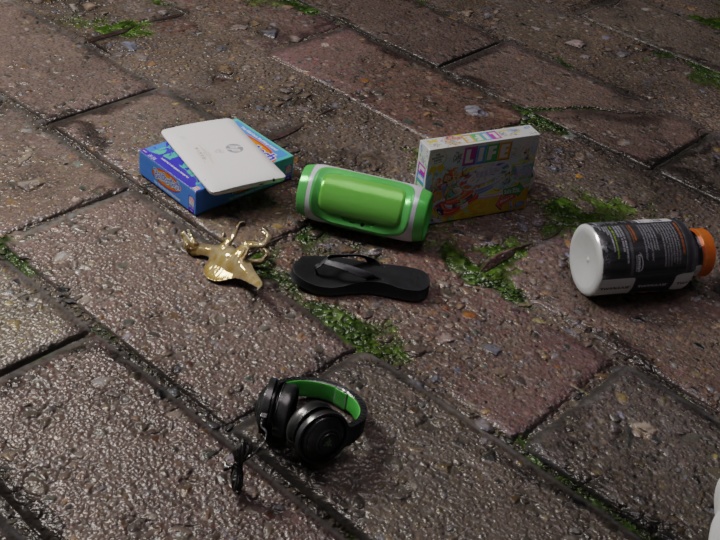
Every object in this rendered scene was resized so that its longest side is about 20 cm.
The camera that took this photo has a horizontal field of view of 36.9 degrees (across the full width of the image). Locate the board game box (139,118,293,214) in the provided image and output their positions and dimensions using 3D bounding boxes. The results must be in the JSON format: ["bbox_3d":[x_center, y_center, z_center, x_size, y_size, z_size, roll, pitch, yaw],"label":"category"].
[{"bbox_3d":[-0.228,-0.169,1.720,0.199,0.045,0.151,-26,47,-39],"label":"board game box"}]

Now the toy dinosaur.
[{"bbox_3d":[-0.169,-0.013,1.517,0.101,0.059,0.199,-37,45,-27],"label":"toy dinosaur"}]

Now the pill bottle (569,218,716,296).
[{"bbox_3d":[0.414,-0.021,1.571,0.197,0.107,0.107,-4,36,-15],"label":"pill bottle"}]

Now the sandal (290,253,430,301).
[{"bbox_3d":[0.000,0.000,1.522,0.197,0.043,0.077,4,35,-4],"label":"sandal"}]

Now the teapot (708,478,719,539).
[{"bbox_3d":[0.469,0.282,1.119,0.196,0.199,0.148,17,63,-42],"label":"teapot"}]

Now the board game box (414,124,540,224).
[{"bbox_3d":[0.178,-0.149,1.685,0.197,0.136,0.034,-11,38,-23],"label":"board game box"}]

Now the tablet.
[{"bbox_3d":[-0.216,-0.182,1.689,0.129,0.014,0.200,-15,42,-29],"label":"tablet"}]

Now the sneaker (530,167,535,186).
[{"bbox_3d":[0.179,-0.167,1.776,0.197,0.074,0.112,-3,32,-28],"label":"sneaker"}]

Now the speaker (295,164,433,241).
[{"bbox_3d":[0.007,-0.102,1.626,0.197,0.089,0.089,13,35,9],"label":"speaker"}]

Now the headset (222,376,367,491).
[{"bbox_3d":[-0.077,0.185,1.244,0.122,0.095,0.199,24,23,29],"label":"headset"}]
